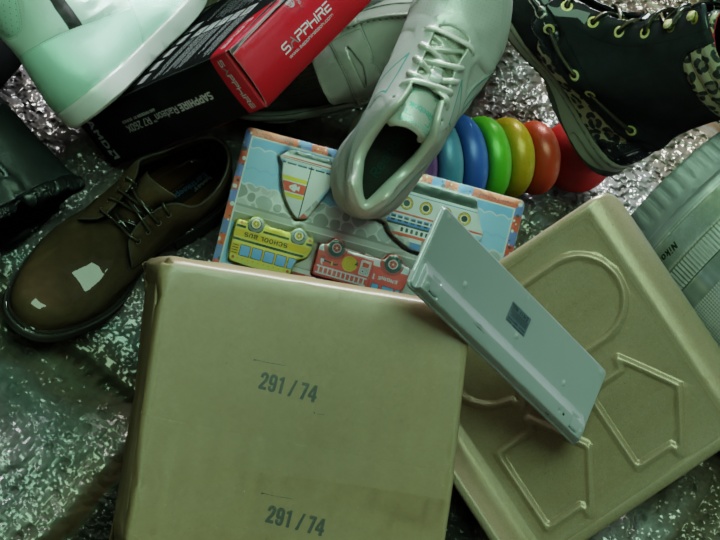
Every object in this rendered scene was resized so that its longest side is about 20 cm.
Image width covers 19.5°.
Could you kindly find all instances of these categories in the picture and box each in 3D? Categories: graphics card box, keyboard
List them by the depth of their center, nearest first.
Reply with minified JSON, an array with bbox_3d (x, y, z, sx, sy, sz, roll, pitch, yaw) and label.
[{"bbox_3d":[0.094,0.037,1.308,0.200,0.011,0.056,43,57,-40],"label":"keyboard"},{"bbox_3d":[-0.096,-0.143,1.425,0.051,0.200,0.126,53,54,-18],"label":"graphics card box"}]

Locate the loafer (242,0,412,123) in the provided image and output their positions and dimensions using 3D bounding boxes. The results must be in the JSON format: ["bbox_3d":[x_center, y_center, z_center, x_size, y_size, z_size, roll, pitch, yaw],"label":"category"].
[{"bbox_3d":[-0.006,-0.142,1.465,0.070,0.200,0.070,62,36,-18],"label":"loafer"}]

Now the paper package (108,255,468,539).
[{"bbox_3d":[-0.046,0.099,1.308,0.199,0.103,0.191,8,86,-11],"label":"paper package"}]

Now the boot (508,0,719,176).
[{"bbox_3d":[0.183,-0.174,1.449,0.073,0.154,0.204,-40,105,-41],"label":"boot"}]

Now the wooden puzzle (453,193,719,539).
[{"bbox_3d":[0.136,0.076,1.404,0.200,0.046,0.186,-34,88,-4],"label":"wooden puzzle"}]

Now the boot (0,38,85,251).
[{"bbox_3d":[-0.248,-0.107,1.432,0.198,0.073,0.163,-33,73,-28],"label":"boot"}]

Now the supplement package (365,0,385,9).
[{"bbox_3d":[0.061,-0.224,1.565,0.121,0.120,0.200,29,55,2],"label":"supplement package"}]

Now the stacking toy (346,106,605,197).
[{"bbox_3d":[0.093,-0.082,1.516,0.199,0.085,0.086,-5,61,-24],"label":"stacking toy"}]

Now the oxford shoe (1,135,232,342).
[{"bbox_3d":[-0.162,-0.030,1.404,0.073,0.084,0.200,40,58,8],"label":"oxford shoe"}]

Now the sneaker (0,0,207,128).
[{"bbox_3d":[-0.180,-0.194,1.441,0.118,0.074,0.201,52,35,-14],"label":"sneaker"}]

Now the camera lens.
[{"bbox_3d":[0.288,0.016,1.460,0.160,0.160,0.200,-35,74,-31],"label":"camera lens"}]

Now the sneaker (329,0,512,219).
[{"bbox_3d":[0.046,-0.119,1.376,0.070,0.080,0.201,26,95,-5],"label":"sneaker"}]

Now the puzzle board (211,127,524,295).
[{"bbox_3d":[0.000,0.000,1.428,0.199,0.017,0.151,15,87,-8],"label":"puzzle board"}]
